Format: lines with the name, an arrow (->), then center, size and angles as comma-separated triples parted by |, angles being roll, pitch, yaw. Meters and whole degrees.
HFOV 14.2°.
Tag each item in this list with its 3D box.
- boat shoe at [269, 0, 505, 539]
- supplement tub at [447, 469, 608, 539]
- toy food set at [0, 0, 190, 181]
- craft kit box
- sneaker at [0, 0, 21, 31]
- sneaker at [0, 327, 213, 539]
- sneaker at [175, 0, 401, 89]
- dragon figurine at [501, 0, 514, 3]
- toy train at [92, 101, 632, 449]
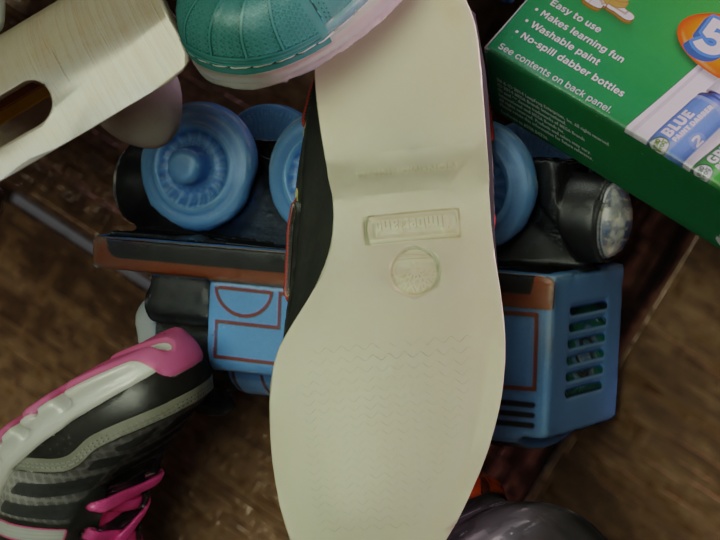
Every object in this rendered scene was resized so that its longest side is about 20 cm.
boat shoe -> 0.011, 0.005, 0.936 | 0.074, 0.063, 0.202 | 2, 81, 3
supplement tub -> 0.070, 0.162, 0.951 | 0.200, 0.123, 0.123 | 43, 97, 22
toy food set -> -0.102, -0.062, 1.021 | 0.143, 0.200, 0.060 | -30, 96, 14
craft kit box -> 0.178, -0.085, 0.961 | 0.200, 0.049, 0.198 | 32, 67, 22
sneaker -> -0.129, -0.173, 1.058 | 0.075, 0.081, 0.200 | 20, 71, 23
sneaker -> -0.102, 0.103, 1.039 | 0.087, 0.074, 0.200 | 48, 121, 11
sneaker -> 0.001, -0.150, 0.909 | 0.071, 0.080, 0.200 | 23, 68, 37
dragon figurine -> 0.034, -0.180, 1.006 | 0.059, 0.099, 0.200 | -24, 74, 8
toy train -> 0.000, 0.000, 1.026 | 0.200, 0.087, 0.114 | 5, 94, 24
